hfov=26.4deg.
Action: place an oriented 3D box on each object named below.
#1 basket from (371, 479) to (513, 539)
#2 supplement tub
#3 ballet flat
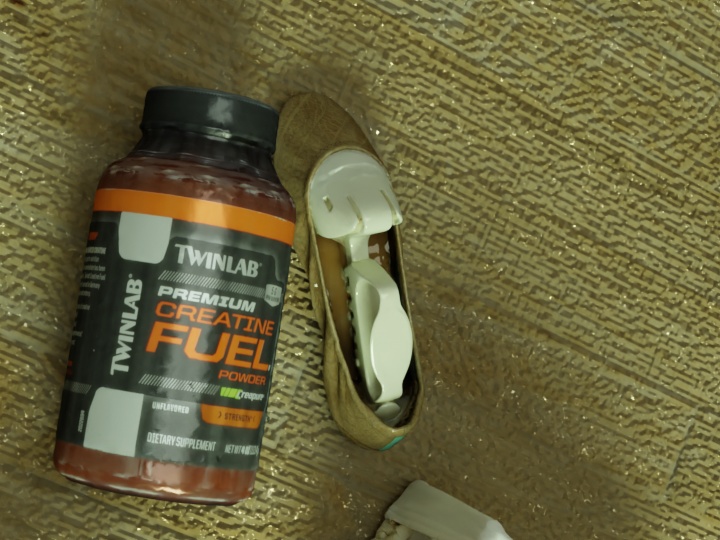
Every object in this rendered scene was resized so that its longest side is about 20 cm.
[{"bbox_3d":[0.072,0.233,0.829,0.123,0.135,0.200,-45,104,-11],"label":"basket"},{"bbox_3d":[-0.091,0.012,0.781,0.106,0.107,0.203,9,86,-20],"label":"supplement tub"},{"bbox_3d":[0.000,0.000,0.834,0.067,0.072,0.203,-9,93,-21],"label":"ballet flat"}]
